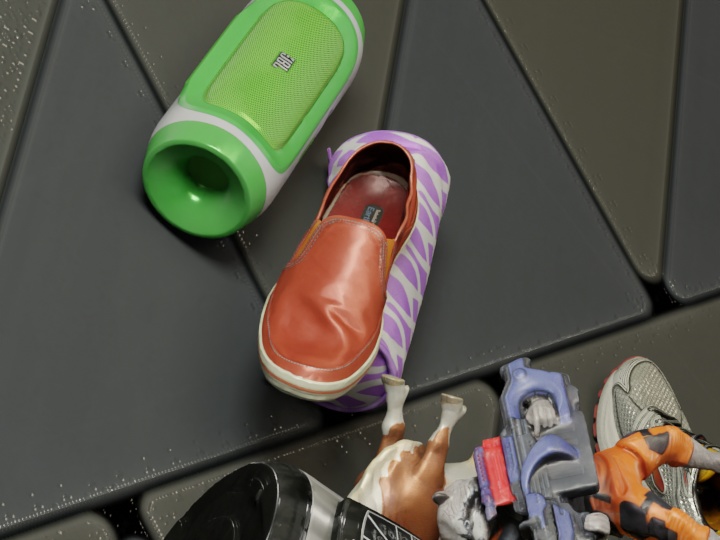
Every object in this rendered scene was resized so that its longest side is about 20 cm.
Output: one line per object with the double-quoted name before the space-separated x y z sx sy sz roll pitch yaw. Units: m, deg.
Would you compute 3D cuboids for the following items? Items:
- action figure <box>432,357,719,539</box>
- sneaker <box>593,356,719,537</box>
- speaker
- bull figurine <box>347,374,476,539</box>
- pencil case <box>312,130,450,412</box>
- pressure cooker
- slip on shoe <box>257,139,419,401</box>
"action figure" 0.137 0.155 1.696 0.193 0.105 0.201 3 50 -2
"sneaker" 0.218 0.134 1.910 0.078 0.082 0.200 11 42 -35
"speaker" -0.065 -0.106 1.833 0.088 0.088 0.200 43 41 -10
"bull figurine" 0.046 0.134 1.757 0.200 0.065 0.122 15 92 -45
"pencil case" 0.000 0.000 1.823 0.200 0.085 0.084 -71 151 -45
"pressure cooker" -0.018 0.218 1.572 0.200 0.179 0.176 36 81 -18
"slip on shoe" -0.011 -0.002 1.721 0.074 0.061 0.200 16 47 9
